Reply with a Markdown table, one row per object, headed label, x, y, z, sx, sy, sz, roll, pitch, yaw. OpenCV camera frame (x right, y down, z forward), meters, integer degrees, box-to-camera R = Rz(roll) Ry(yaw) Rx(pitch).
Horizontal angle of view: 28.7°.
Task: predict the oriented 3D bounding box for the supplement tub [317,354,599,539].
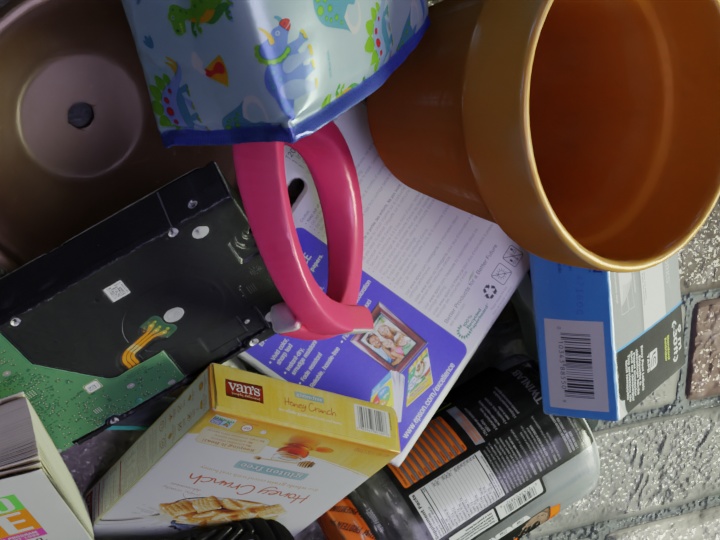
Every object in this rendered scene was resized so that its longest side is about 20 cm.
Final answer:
| label | x | y | z | sx | sy | sz | roll | pitch | yaw |
| --- | --- | --- | --- | --- | --- | --- | --- | --- | --- |
| supplement tub | 0.071 | 0.161 | 1.059 | 0.199 | 0.122 | 0.123 | -30 | 118 | -14 |

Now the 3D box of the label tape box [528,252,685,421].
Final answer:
| label | x | y | z | sx | sy | sz | roll | pitch | yaw |
| --- | --- | --- | --- | --- | --- | --- | --- | --- | --- |
| label tape box | 0.198 | 0.010 | 1.043 | 0.200 | 0.066 | 0.144 | -24 | 111 | -52 |

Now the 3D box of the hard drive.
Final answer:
| label | x | y | z | sx | sy | sz | roll | pitch | yaw |
| --- | --- | --- | --- | --- | --- | --- | --- | --- | --- |
| hard drive | -0.144 | 0.029 | 0.852 | 0.199 | 0.038 | 0.140 | -30 | 143 | 1 |

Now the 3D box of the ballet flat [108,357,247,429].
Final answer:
| label | x | y | z | sx | sy | sz | roll | pitch | yaw |
| --- | --- | --- | --- | --- | --- | --- | --- | --- | --- |
| ballet flat | -0.124 | 0.082 | 0.969 | 0.199 | 0.073 | 0.074 | 10 | 102 | -26 |

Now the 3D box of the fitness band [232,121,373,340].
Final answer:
| label | x | y | z | sx | sy | sz | roll | pitch | yaw |
| --- | --- | --- | --- | --- | --- | --- | --- | --- | --- |
| fitness band | -0.032 | -0.030 | 0.868 | 0.037 | 0.200 | 0.145 | -11 | 82 | 13 |

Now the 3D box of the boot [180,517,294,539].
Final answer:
| label | x | y | z | sx | sy | sz | roll | pitch | yaw |
| --- | --- | --- | --- | --- | --- | --- | --- | --- | --- |
| boot | -0.134 | 0.258 | 0.999 | 0.209 | 0.080 | 0.158 | -9 | 144 | -8 |

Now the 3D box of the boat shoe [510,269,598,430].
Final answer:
| label | x | y | z | sx | sy | sz | roll | pitch | yaw |
| --- | --- | --- | --- | --- | --- | --- | --- | --- | --- |
| boat shoe | 0.155 | 0.040 | 1.088 | 0.060 | 0.076 | 0.201 | -29 | 118 | -8 |

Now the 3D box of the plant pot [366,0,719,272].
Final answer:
| label | x | y | z | sx | sy | sz | roll | pitch | yaw |
| --- | --- | --- | --- | --- | --- | --- | --- | --- | --- |
| plant pot | 0.107 | -0.108 | 0.893 | 0.199 | 0.183 | 0.202 | -6 | 100 | -39 |

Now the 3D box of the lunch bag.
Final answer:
| label | x | y | z | sx | sy | sz | roll | pitch | yaw |
| --- | --- | --- | --- | --- | --- | --- | --- | --- | --- |
| lunch bag | -0.041 | -0.182 | 0.775 | 0.200 | 0.127 | 0.171 | -38 | 121 | -42 |

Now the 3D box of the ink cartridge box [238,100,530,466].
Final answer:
| label | x | y | z | sx | sy | sz | roll | pitch | yaw |
| --- | --- | --- | --- | --- | --- | --- | --- | --- | --- |
| ink cartridge box | 0.000 | 0.000 | 0.992 | 0.199 | 0.043 | 0.199 | 36 | 83 | -10 |

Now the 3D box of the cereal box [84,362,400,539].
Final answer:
| label | x | y | z | sx | sy | sz | roll | pitch | yaw |
| --- | --- | --- | --- | --- | --- | --- | --- | --- | --- |
| cereal box | -0.085 | 0.140 | 0.958 | 0.143 | 0.040 | 0.200 | 15 | 139 | -29 |

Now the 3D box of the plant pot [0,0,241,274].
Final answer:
| label | x | y | z | sx | sy | sz | roll | pitch | yaw |
| --- | --- | --- | --- | --- | --- | --- | --- | --- | --- |
| plant pot | -0.164 | -0.088 | 0.877 | 0.199 | 0.093 | 0.202 | -8 | 110 | -23 |

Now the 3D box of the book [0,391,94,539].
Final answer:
| label | x | y | z | sx | sy | sz | roll | pitch | yaw |
| --- | --- | --- | --- | --- | --- | --- | --- | --- | --- |
| book | -0.247 | 0.148 | 0.868 | 0.133 | 0.048 | 0.200 | -16 | 157 | -8 |
